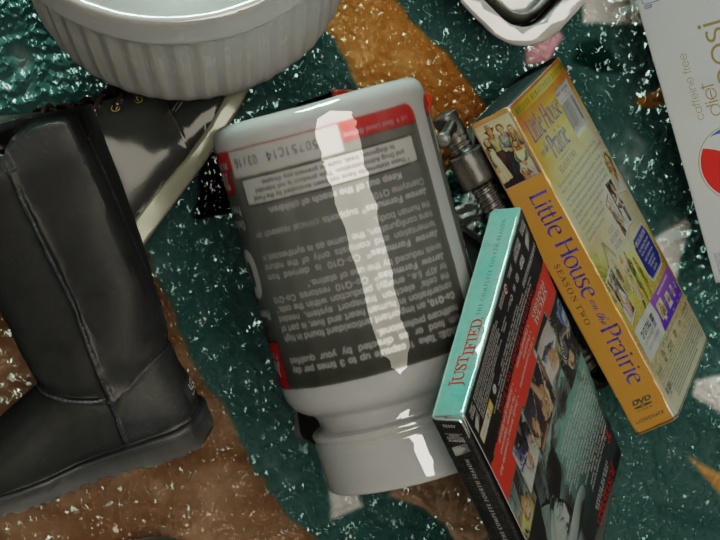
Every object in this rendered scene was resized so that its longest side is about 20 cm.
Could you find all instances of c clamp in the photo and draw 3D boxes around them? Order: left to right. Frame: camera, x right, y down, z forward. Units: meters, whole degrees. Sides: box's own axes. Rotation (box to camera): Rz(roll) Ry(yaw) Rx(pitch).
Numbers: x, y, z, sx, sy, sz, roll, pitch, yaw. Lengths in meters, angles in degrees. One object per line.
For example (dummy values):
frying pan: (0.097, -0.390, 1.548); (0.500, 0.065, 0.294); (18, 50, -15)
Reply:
c clamp: (0.093, -0.010, 1.193); (0.027, 0.171, 0.200); (-27, 103, 14)

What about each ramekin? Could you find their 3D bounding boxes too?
ramekin: (-0.095, -0.187, 1.134); (0.200, 0.105, 0.200); (-1, 62, 1)

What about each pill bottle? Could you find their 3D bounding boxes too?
pill bottle: (0.002, 0.009, 1.086); (0.114, 0.114, 0.200); (-16, 95, -13)

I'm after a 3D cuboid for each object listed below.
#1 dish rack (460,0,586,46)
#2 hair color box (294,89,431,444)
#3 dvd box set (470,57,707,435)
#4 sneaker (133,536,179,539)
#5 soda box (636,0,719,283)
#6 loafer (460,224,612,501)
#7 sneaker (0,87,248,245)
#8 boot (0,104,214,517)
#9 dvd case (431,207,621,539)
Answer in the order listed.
dish rack: (0.079, -0.250, 1.240); (0.200, 0.044, 0.172); (44, 82, -10)
hair color box: (0.000, 0.000, 1.194); (0.061, 0.102, 0.200); (0, 90, -13)
dvd box set: (0.136, -0.018, 1.210); (0.029, 0.146, 0.200); (-26, 98, 21)
sneaker: (-0.116, 0.255, 1.176); (0.077, 0.089, 0.200); (-2, 92, -13)
soda box: (0.222, -0.098, 1.253); (0.064, 0.068, 0.200); (-14, 95, 21)
loafer: (0.095, 0.058, 1.232); (0.073, 0.072, 0.200); (-35, 98, -10)
sneaker: (-0.140, -0.086, 1.171); (0.106, 0.075, 0.200); (35, 84, -15)
boot: (-0.188, 0.024, 1.131); (0.165, 0.066, 0.200); (-19, 113, 3)
dvd case: (0.092, 0.088, 1.095); (0.146, 0.022, 0.200); (-72, 146, -40)
